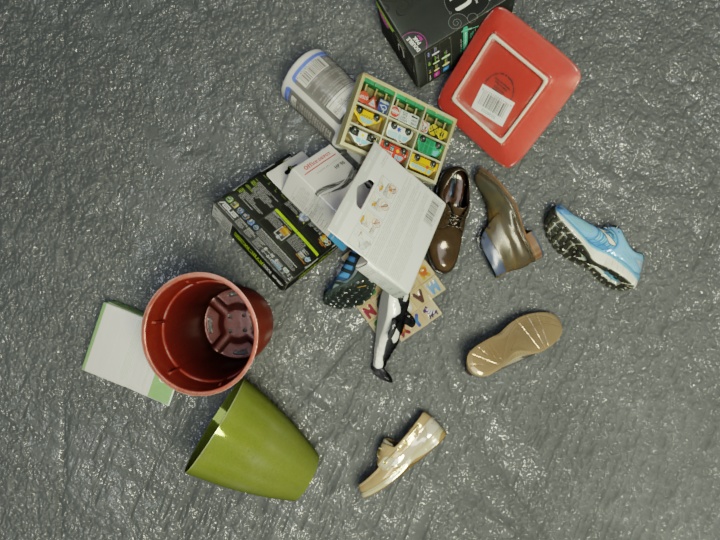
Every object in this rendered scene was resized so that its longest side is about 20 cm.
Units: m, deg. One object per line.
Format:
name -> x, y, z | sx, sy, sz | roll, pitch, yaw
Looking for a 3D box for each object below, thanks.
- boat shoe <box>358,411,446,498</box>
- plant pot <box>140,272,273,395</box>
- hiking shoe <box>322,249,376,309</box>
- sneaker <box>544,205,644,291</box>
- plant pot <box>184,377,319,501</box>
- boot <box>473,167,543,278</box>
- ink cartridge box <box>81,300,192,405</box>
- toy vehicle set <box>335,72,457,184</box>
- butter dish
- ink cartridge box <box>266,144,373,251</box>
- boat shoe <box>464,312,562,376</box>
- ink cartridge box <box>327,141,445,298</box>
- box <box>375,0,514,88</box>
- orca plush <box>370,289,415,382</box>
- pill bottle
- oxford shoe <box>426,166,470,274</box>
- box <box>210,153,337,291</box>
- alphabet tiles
boat shoe -> 0.068, 0.343, 0.972 | 0.200, 0.074, 0.069 | -41, 74, 3
plant pot -> -0.254, 0.104, 0.939 | 0.199, 0.195, 0.202 | 0, 90, 5
hiking shoe -> 0.000, 0.000, 0.961 | 0.074, 0.087, 0.200 | 25, 133, -29
sneaker -> 0.426, -0.053, 0.944 | 0.200, 0.078, 0.090 | 39, 75, 1
plant pot -> -0.183, 0.330, 0.954 | 0.199, 0.187, 0.188 | 34, 93, -10
boot -> 0.243, -0.085, 0.951 | 0.097, 0.075, 0.201 | -33, 88, 2
ink cartridge box -> -0.436, 0.162, 1.031 | 0.199, 0.048, 0.146 | 20, 92, 5
toy vehicle set -> 0.066, -0.243, 0.906 | 0.199, 0.026, 0.125 | 17, 92, -25
butter dish -> 0.274, -0.321, 0.919 | 0.200, 0.147, 0.200 | 47, 130, 17
ink cartridge box -> -0.059, -0.148, 0.944 | 0.200, 0.068, 0.116 | 44, 49, 2
boat shoe -> 0.275, 0.137, 0.952 | 0.199, 0.065, 0.072 | -26, 78, -14
ink cartridge box -> 0.041, -0.083, 0.858 | 0.173, 0.043, 0.201 | 37, 60, -19
box -> 0.149, -0.460, 0.930 | 0.199, 0.124, 0.149 | -30, 79, 6
orca plush -> 0.071, 0.108, 0.949 | 0.071, 0.105, 0.201 | 3, 99, -13
pill bottle -> -0.040, -0.300, 0.961 | 0.200, 0.114, 0.114 | 45, 94, 4
oxford shoe -> 0.161, -0.092, 0.952 | 0.072, 0.084, 0.201 | 4, 93, -6
box -> -0.136, -0.094, 0.956 | 0.200, 0.048, 0.193 | 46, 57, 4
alphabet tiles -> 0.057, 0.027, 0.979 | 0.166, 0.006, 0.200 | -37, 86, 22
